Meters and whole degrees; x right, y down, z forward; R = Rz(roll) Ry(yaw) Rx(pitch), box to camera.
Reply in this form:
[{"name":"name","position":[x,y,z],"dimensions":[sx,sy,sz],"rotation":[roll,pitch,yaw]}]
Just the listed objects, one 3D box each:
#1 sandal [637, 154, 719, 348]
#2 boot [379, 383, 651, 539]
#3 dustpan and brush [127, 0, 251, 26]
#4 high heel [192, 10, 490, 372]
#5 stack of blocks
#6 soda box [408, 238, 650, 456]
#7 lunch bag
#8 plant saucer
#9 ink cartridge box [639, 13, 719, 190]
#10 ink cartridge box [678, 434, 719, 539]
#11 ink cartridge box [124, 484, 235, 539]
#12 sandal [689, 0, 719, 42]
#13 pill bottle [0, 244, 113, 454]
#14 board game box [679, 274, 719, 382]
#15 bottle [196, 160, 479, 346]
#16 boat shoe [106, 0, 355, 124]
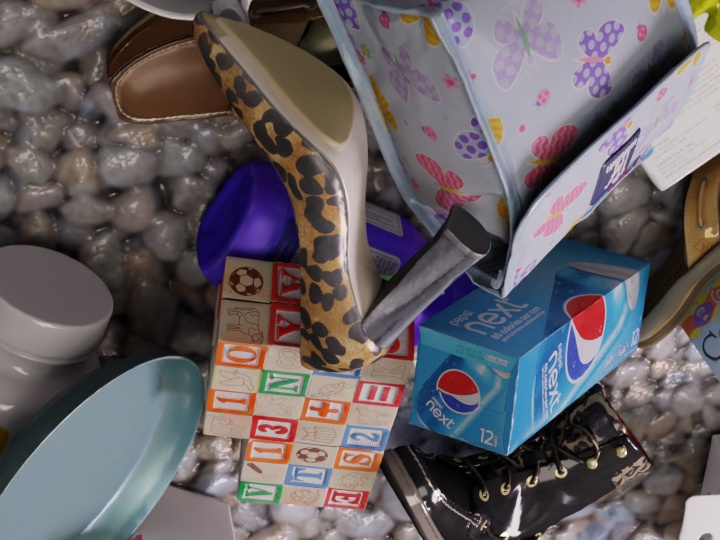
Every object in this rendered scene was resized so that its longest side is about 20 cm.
[{"name":"sandal","position":[0.221,-0.034,1.251],"dimensions":[0.054,0.080,0.200],"rotation":[36,116,-6]},{"name":"boot","position":[0.105,0.131,1.306],"dimensions":[0.150,0.073,0.200],"rotation":[-34,146,7]},{"name":"dustpan and brush","position":[-0.082,-0.166,1.055],"dimensions":[0.139,0.057,0.201],"rotation":[-22,112,4]},{"name":"high heel","position":[-0.044,-0.035,1.056],"dimensions":[0.200,0.071,0.143],"rotation":[43,126,-5]},{"name":"stack of blocks","position":[-0.038,0.075,1.211],"dimensions":[0.115,0.059,0.200],"rotation":[6,147,-5]},{"name":"soda box","position":[0.106,0.041,1.189],"dimensions":[0.068,0.200,0.064],"rotation":[17,114,26]},{"name":"lunch bag","position":[0.097,-0.109,1.064],"dimensions":[0.169,0.127,0.201],"rotation":[-40,128,-24]},{"name":"plant saucer","position":[-0.170,0.126,1.164],"dimensions":[0.200,0.027,0.200],"rotation":[-45,159,-22]},{"name":"ink cartridge box","position":[0.190,-0.172,1.170],"dimensions":[0.161,0.050,0.200],"rotation":[-35,107,11]},{"name":"ink cartridge box","position":[0.309,0.175,1.411],"dimensions":[0.199,0.067,0.118],"rotation":[-4,125,-13]},{"name":"ink cartridge box","position":[-0.156,0.261,1.304],"dimensions":[0.082,0.147,0.200],"rotation":[20,117,-24]},{"name":"sandal","position":[0.175,-0.213,1.097],"dimensions":[0.200,0.079,0.087],"rotation":[40,69,-10]},{"name":"pill bottle","position":[-0.221,0.089,1.191],"dimensions":[0.111,0.111,0.201],"rotation":[14,120,-23]},{"name":"board game box","position":[0.323,0.055,1.292],"dimensions":[0.200,0.103,0.105],"rotation":[23,116,-36]},{"name":"bottle","position":[0.000,0.000,1.214],"dimensions":[0.199,0.065,0.084],"rotation":[21,126,-26]},{"name":"boat shoe","position":[-0.045,-0.126,1.110],"dimensions":[0.199,0.074,0.076],"rotation":[-18,128,-2]}]
